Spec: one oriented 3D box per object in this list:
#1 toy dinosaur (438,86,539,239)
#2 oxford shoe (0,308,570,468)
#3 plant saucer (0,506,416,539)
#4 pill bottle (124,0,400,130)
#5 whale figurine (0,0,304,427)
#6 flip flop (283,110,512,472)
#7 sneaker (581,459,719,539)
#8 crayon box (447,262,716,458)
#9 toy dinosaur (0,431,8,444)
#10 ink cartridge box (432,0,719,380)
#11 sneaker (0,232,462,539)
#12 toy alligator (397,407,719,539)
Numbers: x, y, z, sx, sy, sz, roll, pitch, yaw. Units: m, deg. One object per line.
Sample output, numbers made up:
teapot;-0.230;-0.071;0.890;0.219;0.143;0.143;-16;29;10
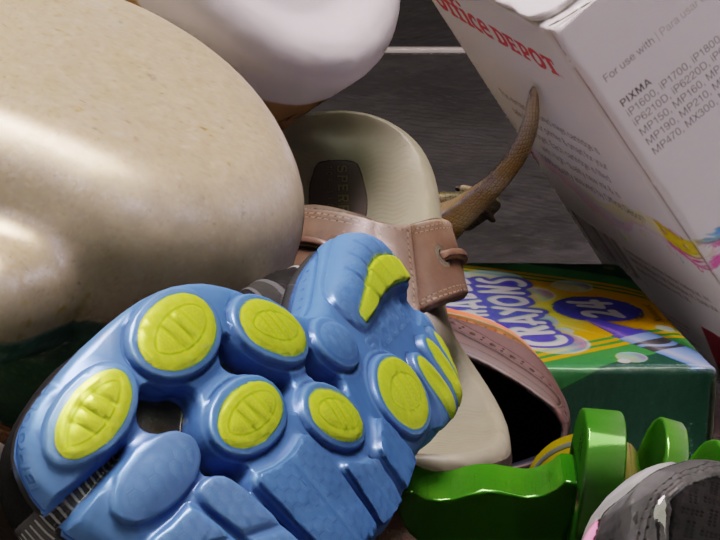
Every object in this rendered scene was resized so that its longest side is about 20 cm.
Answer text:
toy dinosaur;0.011;-0.006;1.093;0.200;0.058;0.101;-21;-15;34
oxford shoe;-0.032;0.029;0.896;0.199;0.071;0.073;5;4;-11
plant saucer;-0.018;0.087;0.806;0.199;0.035;0.200;5;5;0
pill bottle;-0.093;-0.067;0.928;0.200;0.115;0.114;-31;-7;37
whale figurine;-0.117;-0.015;0.786;0.199;0.104;0.159;7;33;-25
flip flop;0.000;0.000;0.852;0.081;0.058;0.200;4;33;-5
sneaker;0.119;0.107;0.536;0.079;0.095;0.200;-24;71;-41
crayon box;0.007;0.037;1.008;0.199;0.052;0.126;-1;16;-10
toy dinosaur;-0.061;-0.019;1.005;0.060;0.200;0.106;39;-11;-37
ink cartridge box;0.116;-0.051;1.058;0.086;0.200;0.148;-38;27;-7
sneaker;-0.034;0.042;0.684;0.083;0.071;0.200;-33;-1;17
toy alligator;0.105;0.078;0.733;0.199;0.054;0.059;25;27;-13
